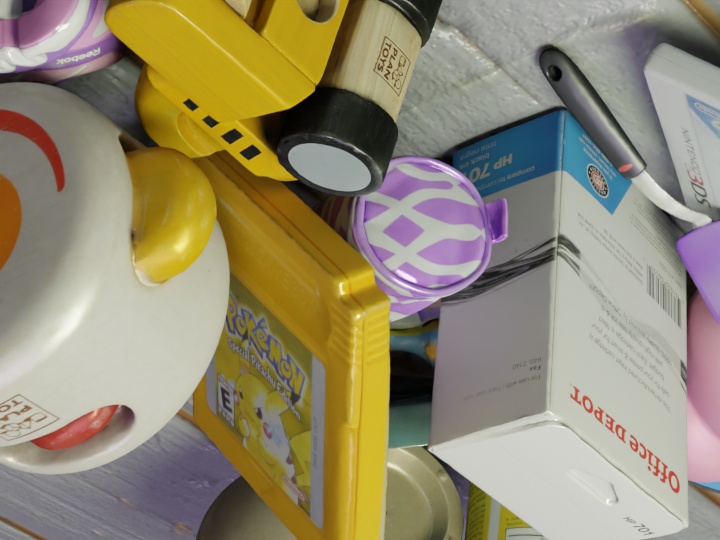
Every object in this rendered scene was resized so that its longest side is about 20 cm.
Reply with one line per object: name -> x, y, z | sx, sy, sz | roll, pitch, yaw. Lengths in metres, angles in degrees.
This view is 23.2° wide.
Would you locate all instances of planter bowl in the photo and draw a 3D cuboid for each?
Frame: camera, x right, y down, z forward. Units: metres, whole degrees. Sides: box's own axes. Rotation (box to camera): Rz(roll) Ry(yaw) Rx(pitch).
planter bowl -> -0.005, 0.199, 1.277 | 0.199, 0.201, 0.135 | 19, 138, -17

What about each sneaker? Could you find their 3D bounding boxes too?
sneaker -> -0.205, -0.124, 0.940 | 0.199, 0.081, 0.088 | -5, 169, 29

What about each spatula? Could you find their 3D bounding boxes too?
spatula -> 0.164, -0.046, 0.965 | 0.200, 0.021, 0.056 | 46, 142, -17

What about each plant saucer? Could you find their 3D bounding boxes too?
plant saucer -> 0.017, 0.098, 1.183 | 0.199, 0.028, 0.200 | -7, 180, 0

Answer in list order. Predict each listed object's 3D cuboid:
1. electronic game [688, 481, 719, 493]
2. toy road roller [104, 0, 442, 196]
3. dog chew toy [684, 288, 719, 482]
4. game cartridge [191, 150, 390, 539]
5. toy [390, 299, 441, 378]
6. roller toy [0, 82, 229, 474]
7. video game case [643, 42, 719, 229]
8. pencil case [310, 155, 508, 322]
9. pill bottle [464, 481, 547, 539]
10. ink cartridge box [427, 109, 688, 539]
electronic game -> 0.289, 0.108, 1.205 | 0.199, 0.042, 0.200 | 6, 146, 4
toy road roller -> -0.066, -0.123, 0.868 | 0.146, 0.123, 0.200 | -5, 147, 39
dog chew toy -> 0.217, 0.074, 1.084 | 0.124, 0.125, 0.200 | 29, 135, -29
game cartridge -> -0.044, 0.047, 0.957 | 0.032, 0.176, 0.201 | -21, 131, -26
toy -> -0.018, 0.054, 1.186 | 0.199, 0.047, 0.115 | -2, 144, 14
roller toy -> -0.172, 0.004, 0.905 | 0.200, 0.183, 0.140 | 26, 171, 36
video game case -> 0.247, -0.025, 0.916 | 0.200, 0.022, 0.182 | 31, 167, 31
pencil case -> 0.000, 0.000, 0.972 | 0.085, 0.084, 0.200 | 7, 165, -21
pill bottle -> 0.128, 0.205, 1.243 | 0.112, 0.201, 0.113 | 6, 147, 4
ink cartridge box -> 0.117, 0.036, 0.989 | 0.086, 0.201, 0.146 | -18, 139, 34
